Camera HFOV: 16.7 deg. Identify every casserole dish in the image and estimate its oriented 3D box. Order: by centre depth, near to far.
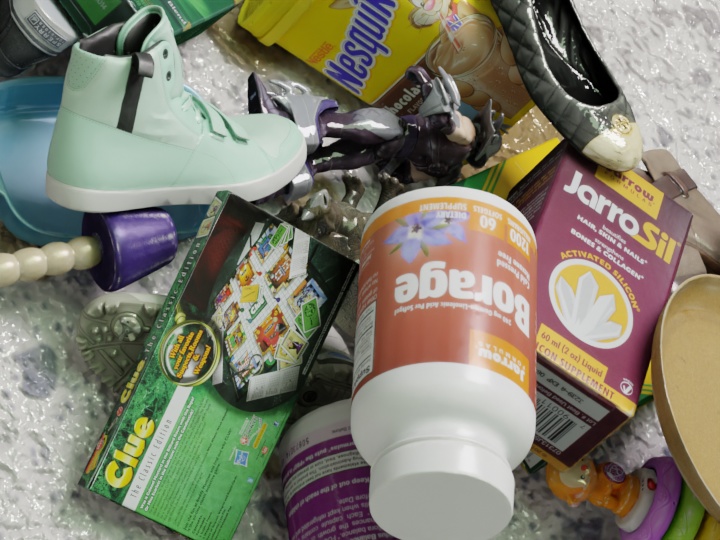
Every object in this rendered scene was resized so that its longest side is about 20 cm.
[{"bbox_3d":[-0.169,-0.068,1.606,0.199,0.039,0.122,-5,64,-36],"label":"casserole dish"}]

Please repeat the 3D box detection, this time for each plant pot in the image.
[{"bbox_3d":[0.253,0.100,1.624,0.199,0.027,0.201,28,48,-37],"label":"plant pot"}]

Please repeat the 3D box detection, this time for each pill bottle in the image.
[{"bbox_3d":[0.051,0.058,1.472,0.112,0.112,0.201,21,50,-22],"label":"pill bottle"},{"bbox_3d":[0.014,0.189,1.514,0.112,0.112,0.201,10,55,-29],"label":"pill bottle"}]

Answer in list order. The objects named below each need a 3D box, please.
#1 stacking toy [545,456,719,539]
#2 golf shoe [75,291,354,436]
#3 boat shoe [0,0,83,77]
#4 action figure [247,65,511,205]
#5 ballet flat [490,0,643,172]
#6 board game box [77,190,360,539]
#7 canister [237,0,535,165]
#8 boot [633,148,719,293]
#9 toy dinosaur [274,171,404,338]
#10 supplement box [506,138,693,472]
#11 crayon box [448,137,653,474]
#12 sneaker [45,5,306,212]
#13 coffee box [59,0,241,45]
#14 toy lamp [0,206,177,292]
[{"bbox_3d":[0.216,0.167,1.678,0.199,0.110,0.117,23,50,-15],"label":"stacking toy"},{"bbox_3d":[-0.096,0.044,1.576,0.199,0.078,0.098,18,32,-28],"label":"golf shoe"},{"bbox_3d":[-0.217,-0.188,1.631,0.072,0.068,0.200,45,21,-26],"label":"boat shoe"},{"bbox_3d":[0.015,-0.094,1.697,0.199,0.130,0.070,-3,59,-23],"label":"action figure"},{"bbox_3d":[0.137,-0.157,1.671,0.066,0.057,0.201,-18,75,-45],"label":"ballet flat"},{"bbox_3d":[-0.086,0.063,1.508,0.104,0.023,0.201,30,81,-27],"label":"board game box"},{"bbox_3d":[0.034,-0.176,1.745,0.199,0.148,0.087,32,47,-15],"label":"canister"},{"bbox_3d":[0.259,-0.026,1.861,0.199,0.070,0.147,1,53,-42],"label":"boot"},{"bbox_3d":[0.000,0.000,1.638,0.102,0.077,0.200,-52,132,-22],"label":"toy dinosaur"},{"bbox_3d":[0.140,0.019,1.649,0.110,0.086,0.201,33,47,-11],"label":"supplement box"},{"bbox_3d":[0.130,0.021,1.741,0.172,0.058,0.201,-26,77,-42],"label":"crayon box"},{"bbox_3d":[-0.104,-0.106,1.539,0.200,0.119,0.074,-11,30,-43],"label":"sneaker"},{"bbox_3d":[-0.154,-0.204,1.635,0.123,0.044,0.200,54,18,-2],"label":"coffee box"},{"bbox_3d":[-0.207,-0.003,1.498,0.199,0.058,0.059,-14,69,-28],"label":"toy lamp"}]
